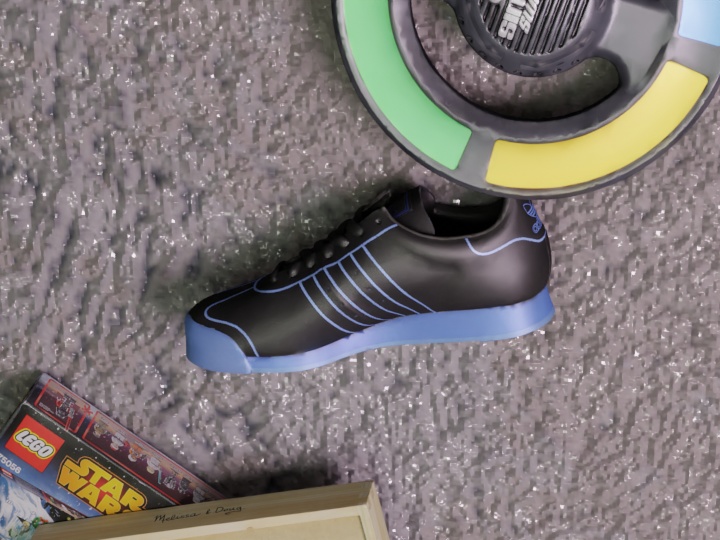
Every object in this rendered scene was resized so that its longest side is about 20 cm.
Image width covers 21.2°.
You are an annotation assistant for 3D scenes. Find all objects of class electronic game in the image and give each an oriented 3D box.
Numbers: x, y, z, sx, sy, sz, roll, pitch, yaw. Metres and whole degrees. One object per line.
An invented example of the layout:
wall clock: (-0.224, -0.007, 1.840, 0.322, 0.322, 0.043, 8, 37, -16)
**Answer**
electronic game: (0.084, -0.133, 0.924, 0.197, 0.042, 0.202, 2, 107, 7)

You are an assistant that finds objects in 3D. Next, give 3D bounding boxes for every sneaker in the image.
sneaker: (0.000, 0.000, 0.997, 0.198, 0.070, 0.079, -9, 109, 6)

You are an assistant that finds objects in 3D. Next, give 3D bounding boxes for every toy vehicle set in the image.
toy vehicle set: (-0.075, 0.189, 1.068, 0.198, 0.027, 0.126, -9, 112, 12)

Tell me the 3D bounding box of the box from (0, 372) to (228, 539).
box: (-0.139, 0.169, 1.107, 0.199, 0.040, 0.137, 36, 115, -7)
